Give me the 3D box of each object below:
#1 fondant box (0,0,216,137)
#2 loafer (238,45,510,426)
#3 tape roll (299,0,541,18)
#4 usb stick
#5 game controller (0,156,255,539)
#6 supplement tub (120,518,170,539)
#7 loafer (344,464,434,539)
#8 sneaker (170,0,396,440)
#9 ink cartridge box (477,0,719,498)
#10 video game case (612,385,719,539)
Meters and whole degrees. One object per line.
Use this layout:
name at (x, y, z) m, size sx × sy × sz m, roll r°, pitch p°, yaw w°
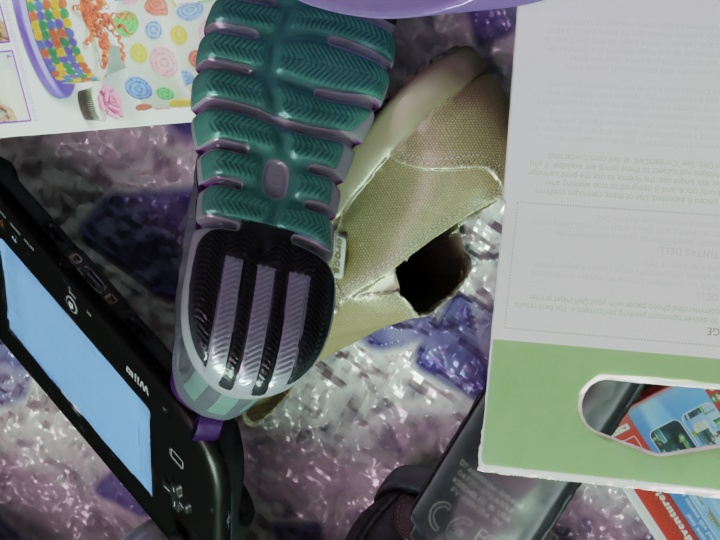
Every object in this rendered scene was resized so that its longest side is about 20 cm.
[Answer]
fondant box at (-0.127, -0.133, 1.158) m, size 0.199 × 0.058 × 0.145 m, roll -2°, pitch 110°, yaw 29°
loafer at (0.000, 0.000, 1.140) m, size 0.067 × 0.076 × 0.200 m, roll 45°, pitch 124°, yaw 11°
tape roll at (0.025, -0.191, 1.011) m, size 0.199 × 0.085 × 0.201 m, roll 4°, pitch 98°, yaw 29°
usb stick at (0.085, 0.036, 1.113) m, size 0.055 × 0.033 × 0.201 m, roll 36°, pitch 110°, yaw 15°
game controller at (-0.112, 0.036, 1.186) m, size 0.200 × 0.042 × 0.105 m, roll 46°, pitch 161°, yaw 28°
supplement tub at (-0.026, 0.196, 1.199) m, size 0.199 × 0.122 × 0.123 m, roll 26°, pitch 121°, yaw 23°
loafer at (0.079, 0.158, 1.168) m, size 0.199 × 0.063 × 0.072 m, roll 32°, pitch 143°, yaw 14°
sneaker at (-0.041, -0.037, 1.084) m, size 0.074 × 0.201 × 0.088 m, roll 19°, pitch 153°, yaw -11°
ink cartridge box at (0.123, -0.020, 1.040) m, size 0.145 × 0.048 × 0.201 m, roll 4°, pitch 90°, yaw 25°
video game case at (0.203, 0.078, 1.105) m, size 0.200 × 0.017 × 0.143 m, roll -31°, pitch 96°, yaw 33°
